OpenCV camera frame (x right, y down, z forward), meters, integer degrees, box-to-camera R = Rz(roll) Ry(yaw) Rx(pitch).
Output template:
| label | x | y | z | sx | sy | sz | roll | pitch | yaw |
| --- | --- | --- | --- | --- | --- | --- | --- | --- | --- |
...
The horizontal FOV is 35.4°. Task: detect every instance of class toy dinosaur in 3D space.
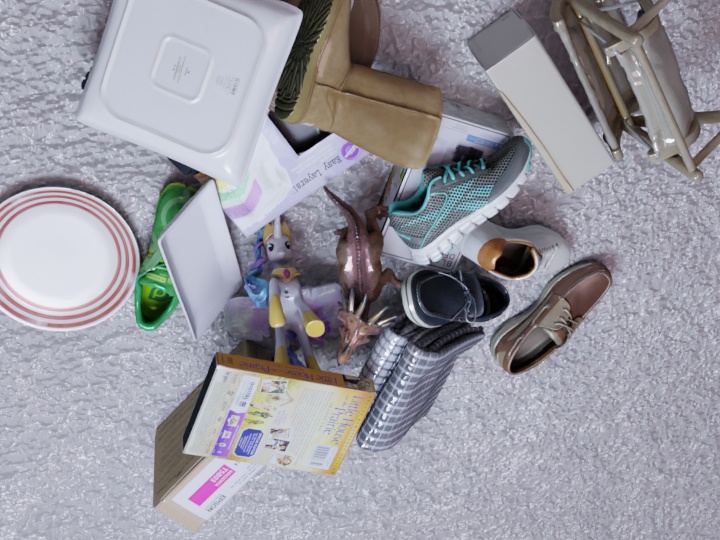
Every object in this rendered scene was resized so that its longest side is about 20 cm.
| label | x | y | z | sx | sy | sz | roll | pitch | yaw |
| --- | --- | --- | --- | --- | --- | --- | --- | --- | --- |
| toy dinosaur | 0.000 | 0.000 | 1.340 | 0.085 | 0.136 | 0.202 | -7 | 110 | 16 |

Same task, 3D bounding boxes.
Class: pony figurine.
| label | x | y | z | sx | sy | sz | roll | pitch | yaw |
| --- | --- | --- | --- | --- | --- | --- | --- | --- | --- |
| pony figurine | -0.087 | 0.051 | 1.402 | 0.165 | 0.201 | 0.194 | -9 | 135 | -8 |

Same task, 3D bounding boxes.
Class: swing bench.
| label | x | y | z | sx | sy | sz | roll | pitch | yaw |
| --- | --- | --- | --- | --- | --- | --- | --- | --- | --- |
| swing bench | 0.320 | -0.230 | 1.280 | 0.130 | 0.200 | 0.200 | -41 | 121 | -13 |

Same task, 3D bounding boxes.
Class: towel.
| label | x | y | z | sx | sy | sz | roll | pitch | yaw |
| --- | --- | --- | --- | --- | --- | --- | --- | --- | --- |
| towel | 0.068 | 0.133 | 1.458 | 0.085 | 0.200 | 0.167 | 33 | 114 | 19 |

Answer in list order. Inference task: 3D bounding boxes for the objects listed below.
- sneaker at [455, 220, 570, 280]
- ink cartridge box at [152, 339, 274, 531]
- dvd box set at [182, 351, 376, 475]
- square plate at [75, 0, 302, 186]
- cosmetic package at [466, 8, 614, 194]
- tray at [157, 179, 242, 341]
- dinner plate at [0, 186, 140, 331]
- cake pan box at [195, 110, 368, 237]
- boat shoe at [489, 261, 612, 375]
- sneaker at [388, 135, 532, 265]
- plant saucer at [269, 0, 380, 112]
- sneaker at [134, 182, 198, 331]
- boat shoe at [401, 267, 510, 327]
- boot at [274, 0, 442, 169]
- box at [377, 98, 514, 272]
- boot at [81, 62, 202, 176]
| label | x | y | z | sx | sy | sz | roll | pitch | yaw |
| --- | --- | --- | --- | --- | --- | --- | --- | --- | --- |
| sneaker | 0.211 | -0.012 | 1.432 | 0.199 | 0.085 | 0.073 | 5 | 118 | -42 |
| ink cartridge box | -0.182 | 0.213 | 1.475 | 0.075 | 0.165 | 0.200 | 38 | 108 | -26 |
| dvd box set | -0.098 | 0.173 | 1.344 | 0.198 | 0.030 | 0.147 | 11 | 125 | -19 |
| square plate | -0.185 | -0.214 | 1.184 | 0.197 | 0.028 | 0.202 | 22 | 104 | 2 |
| cosmetic package | 0.215 | -0.201 | 1.344 | 0.073 | 0.104 | 0.200 | -35 | 119 | 11 |
| tray | -0.196 | -0.011 | 1.364 | 0.022 | 0.108 | 0.201 | 21 | 147 | 22 |
| dinner plate | -0.373 | -0.015 | 1.391 | 0.198 | 0.024 | 0.202 | -5 | 121 | -8 |
| cake pan box | -0.111 | -0.164 | 1.338 | 0.199 | 0.052 | 0.185 | -32 | 122 | 8 |
| boat shoe | 0.265 | 0.071 | 1.527 | 0.076 | 0.072 | 0.200 | 37 | 107 | -26 |
| sneaker | 0.115 | -0.096 | 1.335 | 0.200 | 0.078 | 0.091 | -42 | 114 | 13 |
| plant saucer | -0.056 | -0.269 | 1.249 | 0.199 | 0.029 | 0.202 | -10 | 107 | -32 |
| sneaker | -0.231 | -0.011 | 1.382 | 0.073 | 0.084 | 0.201 | 14 | 116 | -9 |
| boat shoe | 0.120 | 0.033 | 1.406 | 0.062 | 0.075 | 0.199 | -17 | 165 | 36 |
| boot | 0.012 | -0.219 | 1.257 | 0.199 | 0.066 | 0.177 | 12 | 104 | -37 |
| box | 0.098 | -0.105 | 1.402 | 0.116 | 0.060 | 0.201 | 15 | 116 | -18 |
| boot | -0.188 | -0.224 | 1.236 | 0.168 | 0.076 | 0.201 | 36 | 101 | -3 |
